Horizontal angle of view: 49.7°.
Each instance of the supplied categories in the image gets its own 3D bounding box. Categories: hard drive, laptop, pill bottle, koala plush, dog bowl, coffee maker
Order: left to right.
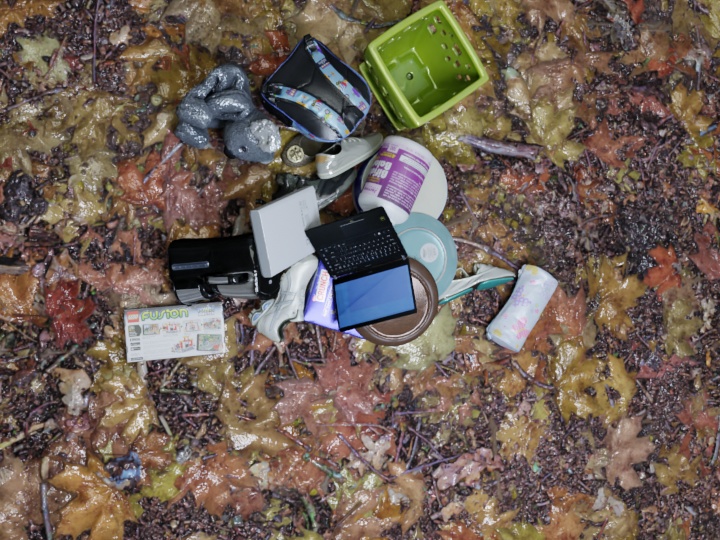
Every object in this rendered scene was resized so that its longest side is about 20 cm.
[{"bbox_3d":[-0.271,-0.029,1.560,0.200,0.135,0.192,-3,70,19],"label":"coffee maker"},{"bbox_3d":[-0.244,-0.298,1.573,0.200,0.177,0.184,40,75,-4],"label":"koala plush"},{"bbox_3d":[-0.142,-0.081,1.545,0.027,0.200,0.132,0,109,29],"label":"hard drive"},{"bbox_3d":[0.000,0.000,1.548,0.177,0.103,0.200,-16,122,21],"label":"laptop"},{"bbox_3d":[0.062,-0.166,1.600,0.112,0.112,0.200,25,83,-13],"label":"pill bottle"},{"bbox_3d":[0.086,-0.174,1.704,0.200,0.079,0.201,0,90,-14],"label":"dog bowl"}]

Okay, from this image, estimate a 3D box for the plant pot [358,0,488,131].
[{"bbox_3d":[0.121,-0.422,1.660,0.200,0.181,0.199,-34,97,-11],"label":"plant pot"}]

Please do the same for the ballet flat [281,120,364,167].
[{"bbox_3d":[-0.078,-0.283,1.679,0.200,0.046,0.067,-27,95,-12],"label":"ballet flat"}]

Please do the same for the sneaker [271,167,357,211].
[{"bbox_3d":[-0.106,-0.184,1.658,0.199,0.076,0.114,-34,104,-6],"label":"sneaker"}]

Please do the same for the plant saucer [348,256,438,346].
[{"bbox_3d":[0.070,0.067,1.629,0.200,0.034,0.201,-1,101,-7],"label":"plant saucer"}]

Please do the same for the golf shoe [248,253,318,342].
[{"bbox_3d":[-0.138,0.061,1.626,0.097,0.078,0.200,41,99,22],"label":"golf shoe"}]

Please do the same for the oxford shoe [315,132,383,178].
[{"bbox_3d":[-0.022,-0.258,1.650,0.200,0.075,0.058,-37,118,-37],"label":"oxford shoe"}]

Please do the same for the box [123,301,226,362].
[{"bbox_3d":[-0.383,0.126,1.610,0.200,0.035,0.110,-4,91,-14],"label":"box"}]

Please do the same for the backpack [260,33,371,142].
[{"bbox_3d":[-0.085,-0.357,1.620,0.200,0.135,0.183,37,80,-2],"label":"backpack"}]

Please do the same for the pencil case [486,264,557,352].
[{"bbox_3d":[0.367,0.085,1.770,0.091,0.083,0.200,32,83,-13],"label":"pencil case"}]

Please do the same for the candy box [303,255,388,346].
[{"bbox_3d":[-0.014,0.053,1.680,0.200,0.077,0.169,19,87,-14],"label":"candy box"}]

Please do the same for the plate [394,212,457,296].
[{"bbox_3d":[0.118,-0.024,1.660,0.200,0.026,0.201,0,91,-15],"label":"plate"}]

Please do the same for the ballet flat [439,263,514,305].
[{"bbox_3d":[0.251,0.019,1.757,0.200,0.069,0.070,-18,94,-12],"label":"ballet flat"}]
